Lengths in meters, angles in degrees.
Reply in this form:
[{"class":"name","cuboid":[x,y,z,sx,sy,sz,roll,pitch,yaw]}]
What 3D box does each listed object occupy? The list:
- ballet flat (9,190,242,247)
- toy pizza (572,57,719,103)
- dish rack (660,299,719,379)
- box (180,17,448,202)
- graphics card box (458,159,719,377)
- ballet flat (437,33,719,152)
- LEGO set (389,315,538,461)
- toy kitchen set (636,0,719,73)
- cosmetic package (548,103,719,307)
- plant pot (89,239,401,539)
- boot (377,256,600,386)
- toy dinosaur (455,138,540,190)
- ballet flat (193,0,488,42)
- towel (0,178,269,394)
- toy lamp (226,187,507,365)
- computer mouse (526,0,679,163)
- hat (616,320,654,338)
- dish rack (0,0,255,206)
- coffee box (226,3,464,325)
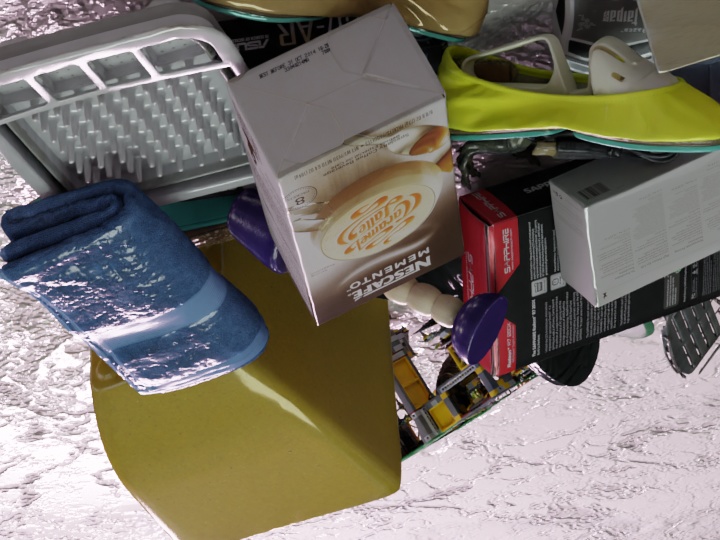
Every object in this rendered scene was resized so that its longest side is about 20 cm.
[{"class":"ballet flat","cuboid":[-0.148,-0.034,1.603,0.200,0.071,0.065,-8,169,7]},{"class":"toy pizza","cuboid":[0.231,-0.158,1.500,0.200,0.032,0.200,-6,155,-3]},{"class":"dish rack","cuboid":[0.301,-0.004,1.694,0.200,0.055,0.153,-52,153,-8]},{"class":"box","cuboid":[-0.041,-0.113,1.494,0.200,0.044,0.160,-8,153,-1]},{"class":"graphics card box","cuboid":[0.164,-0.017,1.551,0.200,0.051,0.126,-18,124,-21]},{"class":"ballet flat","cuboid":[0.131,-0.109,1.361,0.200,0.067,0.067,6,-161,32]},{"class":"LEGO set","cuboid":[0.074,0.064,1.860,0.154,0.116,0.200,-27,172,-35]},{"class":"toy kitchen set","cuboid":[0.252,-0.176,1.369,0.163,0.200,0.180,-16,-171,10]},{"class":"cosmetic package","cuboid":[0.224,-0.056,1.502,0.200,0.051,0.083,-23,124,-19]},{"class":"plant pot","cuboid":[-0.104,0.067,1.694,0.194,0.196,0.200,-19,143,20]},{"class":"boot","cuboid":[0.065,0.011,1.647,0.162,0.073,0.198,5,150,46]},{"class":"toy dinosaur","cuboid":[0.106,-0.098,1.495,0.200,0.047,0.088,-1,146,-27]},{"class":"ballet flat","cuboid":[-0.010,-0.184,1.359,0.200,0.069,0.063,3,124,-28]},{"class":"towel","cuboid":[-0.147,0.017,1.492,0.112,0.049,0.200,-18,143,18]},{"class":"toy lamp","cuboid":[0.000,0.000,1.510,0.200,0.058,0.058,28,164,21]},{"class":"computer mouse","cuboid":[0.157,-0.158,1.406,0.110,0.044,0.200,2,125,-2]},{"class":"hat","cuboid":[0.194,-0.061,1.702,0.200,0.176,0.166,24,168,31]},{"class":"dish rack","cuboid":[-0.141,-0.102,1.388,0.171,0.044,0.200,-14,153,10]},{"class":"coffee box","cuboid":[-0.004,-0.062,1.396,0.114,0.080,0.200,-26,154,-6]}]
